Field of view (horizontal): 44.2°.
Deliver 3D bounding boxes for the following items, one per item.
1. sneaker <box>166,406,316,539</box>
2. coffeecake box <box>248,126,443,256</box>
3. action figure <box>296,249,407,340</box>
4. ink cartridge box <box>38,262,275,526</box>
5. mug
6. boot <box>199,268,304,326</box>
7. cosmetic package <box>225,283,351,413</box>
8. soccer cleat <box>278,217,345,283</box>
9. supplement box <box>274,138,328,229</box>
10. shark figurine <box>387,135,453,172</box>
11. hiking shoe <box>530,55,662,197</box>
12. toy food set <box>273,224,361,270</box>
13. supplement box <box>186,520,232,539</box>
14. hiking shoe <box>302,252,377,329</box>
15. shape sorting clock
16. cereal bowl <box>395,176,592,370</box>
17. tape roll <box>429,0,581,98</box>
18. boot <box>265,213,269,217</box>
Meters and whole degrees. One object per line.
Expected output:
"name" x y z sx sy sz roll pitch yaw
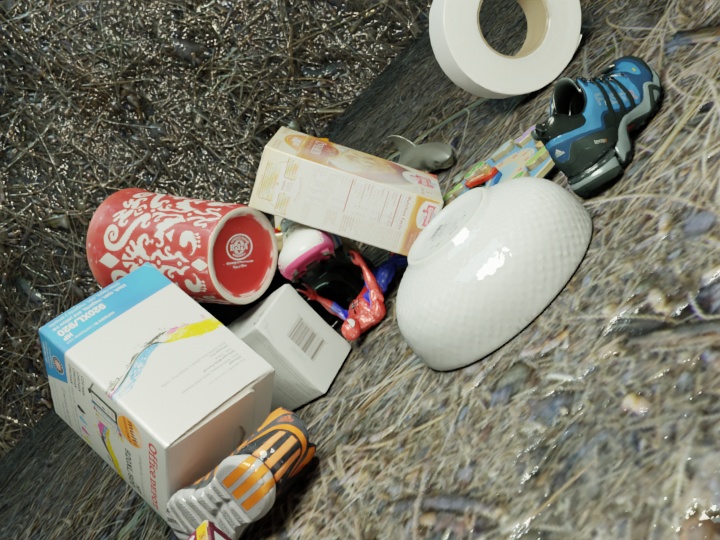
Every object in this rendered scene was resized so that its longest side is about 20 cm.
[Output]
"sneaker" -0.104 0.201 0.843 0.200 0.078 0.112 -40 -1 44
"coffeecake box" -0.013 -0.091 1.010 0.154 0.199 0.074 -84 12 -73
"action figure" 0.000 0.000 1.048 0.065 0.099 0.200 -38 17 38
"ink cartridge box" -0.210 0.127 0.931 0.144 0.200 0.148 -36 -30 -36
"mug" -0.191 -0.039 1.033 0.199 0.134 0.178 6 42 39
"boot" -0.186 0.041 1.109 0.199 0.077 0.168 -9 -12 -37
"cosmetic package" -0.119 0.112 1.038 0.200 0.113 0.081 -30 19 44
"soccer cleat" -0.069 -0.037 1.025 0.070 0.087 0.200 -33 -2 5
"supplement box" -0.086 -0.088 1.349 0.073 0.201 0.126 0 23 6
"shark figurine" 0.056 -0.157 1.358 0.214 0.090 0.128 -35 16 32
"hiking shoe" 0.227 -0.161 0.842 0.074 0.087 0.200 -32 19 45
"toy food set" -0.092 -0.011 1.213 0.200 0.196 0.049 110 154 -61
"supplement box" -0.146 0.296 0.631 0.200 0.086 0.110 -47 14 -3
"hiking shoe" -0.069 0.048 1.148 0.200 0.076 0.101 -34 14 37
"shape sorting clock" 0.153 -0.103 1.001 0.200 0.039 0.200 -43 14 13
"cereal bowl" 0.103 -0.012 0.792 0.200 0.083 0.200 -43 15 14
"tape roll" 0.198 -0.339 1.217 0.203 0.202 0.071 -47 13 -5
"boot" -0.329 -0.098 2.387 0.154 0.073 0.204 -41 10 29
